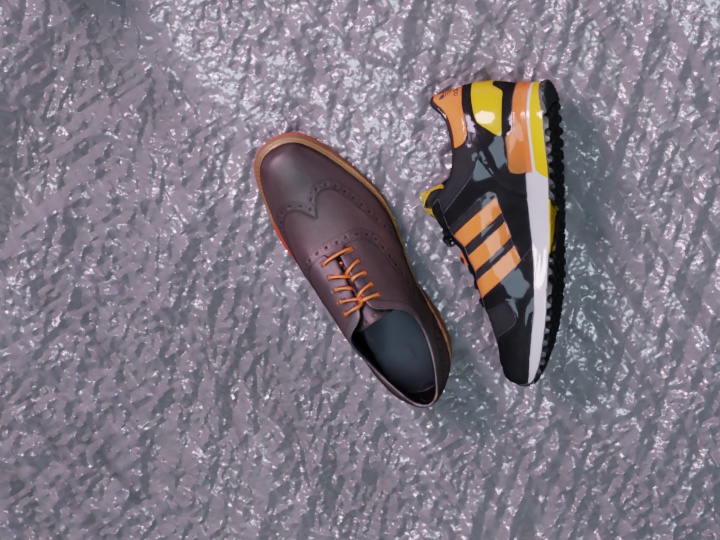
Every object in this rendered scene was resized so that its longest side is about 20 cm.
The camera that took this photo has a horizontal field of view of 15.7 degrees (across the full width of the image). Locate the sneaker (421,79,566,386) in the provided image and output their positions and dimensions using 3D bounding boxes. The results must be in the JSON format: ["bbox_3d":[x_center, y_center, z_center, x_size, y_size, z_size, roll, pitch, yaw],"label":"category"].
[{"bbox_3d":[0.084,-0.025,1.674,0.089,0.070,0.202,3,107,12],"label":"sneaker"}]

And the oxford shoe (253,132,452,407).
[{"bbox_3d":[0.000,0.000,1.668,0.071,0.073,0.200,-34,105,9],"label":"oxford shoe"}]
